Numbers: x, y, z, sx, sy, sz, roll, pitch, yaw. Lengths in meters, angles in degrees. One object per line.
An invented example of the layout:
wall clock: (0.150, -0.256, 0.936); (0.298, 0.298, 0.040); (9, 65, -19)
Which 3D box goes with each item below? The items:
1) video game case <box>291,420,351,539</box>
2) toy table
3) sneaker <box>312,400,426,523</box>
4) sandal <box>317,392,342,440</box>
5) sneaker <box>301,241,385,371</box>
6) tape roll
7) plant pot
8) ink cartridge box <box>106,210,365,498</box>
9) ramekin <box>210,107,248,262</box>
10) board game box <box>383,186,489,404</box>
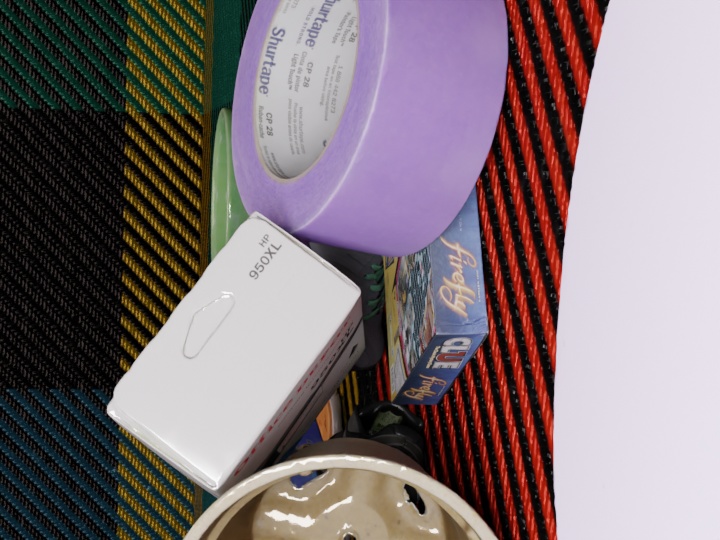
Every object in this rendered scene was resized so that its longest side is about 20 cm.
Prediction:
video game case: (-0.030, 0.226, 1.265); (0.200, 0.045, 0.183); (-114, 11, -66)
toy table: (0.120, 0.002, 0.370); (0.184, 0.116, 0.202); (-108, 22, -62)
sneaker: (0.015, 0.134, 1.121); (0.200, 0.070, 0.083); (162, 131, -82)
sandal: (-0.059, 0.163, 1.501); (0.207, 0.059, 0.080); (113, 157, -64)
sneaker: (0.000, 0.000, 1.177); (0.075, 0.087, 0.201); (-68, -33, -42)
tape roll: (0.001, -0.114, 0.963); (0.200, 0.084, 0.202); (-25, 60, 57)
plant pot: (-0.008, 0.183, 0.932); (0.184, 0.198, 0.202); (-80, -7, -81)
ink cartridge box: (-0.069, 0.065, 0.977); (0.145, 0.084, 0.200); (-54, -8, -9)
ramekin: (-0.100, -0.067, 1.649); (0.200, 0.097, 0.202); (-179, 90, -80)
board game box: (0.043, -0.029, 1.025); (0.136, 0.034, 0.202); (115, 155, -66)
